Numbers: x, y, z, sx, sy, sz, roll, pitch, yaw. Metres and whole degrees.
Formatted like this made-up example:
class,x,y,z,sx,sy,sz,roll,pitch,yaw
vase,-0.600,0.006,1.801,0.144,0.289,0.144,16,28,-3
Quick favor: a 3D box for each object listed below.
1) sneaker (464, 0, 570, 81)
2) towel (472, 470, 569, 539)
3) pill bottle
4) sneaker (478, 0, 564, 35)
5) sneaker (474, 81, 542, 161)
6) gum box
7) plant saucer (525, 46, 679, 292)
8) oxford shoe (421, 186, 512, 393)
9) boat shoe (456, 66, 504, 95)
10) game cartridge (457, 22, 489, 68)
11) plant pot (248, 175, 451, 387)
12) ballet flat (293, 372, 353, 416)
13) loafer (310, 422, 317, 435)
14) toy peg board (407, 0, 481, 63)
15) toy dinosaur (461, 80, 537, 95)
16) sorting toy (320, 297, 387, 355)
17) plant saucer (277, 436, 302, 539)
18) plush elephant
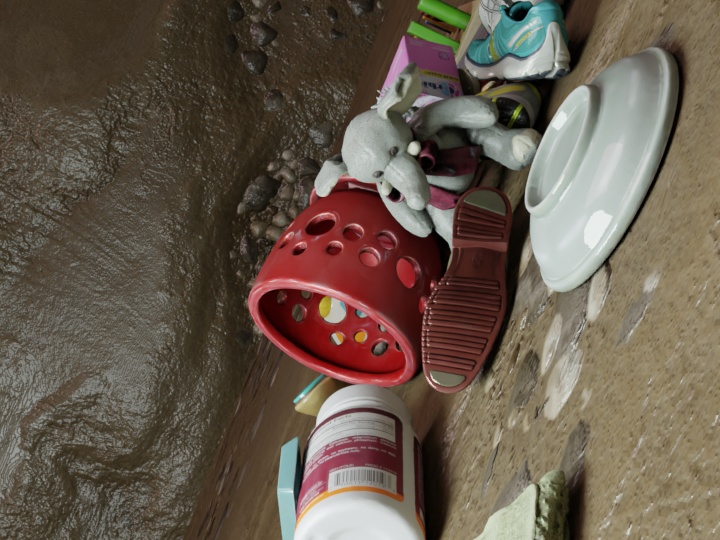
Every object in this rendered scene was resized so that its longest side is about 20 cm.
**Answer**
class,x,y,z,sx,sy,sz,roll,pitch,yaw
sneaker,0.164,-0.235,1.200,0.200,0.077,0.081,-155,62,-72
towel,0.081,0.233,0.720,0.149,0.036,0.201,119,169,-45
pill bottle,0.001,0.194,1.052,0.201,0.113,0.115,-86,20,-65
sneaker,0.169,-0.283,1.338,0.200,0.075,0.089,-179,112,-82
sneaker,0.113,-0.141,1.241,0.199,0.076,0.076,-15,20,45
gum box,0.054,-0.161,1.404,0.114,0.065,0.201,-97,22,-45
plant saucer,0.172,-0.085,0.905,0.200,0.050,0.202,-157,89,-81
oxford shoe,0.103,0.027,1.067,0.075,0.070,0.202,76,-151,-61
boat shoe,0.122,-0.188,1.451,0.062,0.072,0.200,-24,-19,-29
game cartridge,0.139,-0.240,1.564,0.201,0.038,0.130,122,171,-49
plant pot,0.000,0.000,1.285,0.184,0.199,0.201,-66,7,-26
ballet flat,-0.022,0.140,1.404,0.069,0.063,0.200,-42,-1,19
loafer,0.001,0.178,1.261,0.068,0.075,0.200,-67,18,-1
toy peg board,0.102,-0.333,1.813,0.199,0.097,0.202,-120,53,-79
toy dinosaur,0.131,-0.157,1.320,0.102,0.058,0.201,-79,14,-49
sorting toy,0.039,-0.005,1.473,0.179,0.106,0.202,-20,45,53
plant saucer,-0.060,0.252,1.095,0.070,0.019,0.202,-88,-5,-55
plush elephant,0.050,-0.108,1.134,0.154,0.200,0.165,-18,-32,-52
